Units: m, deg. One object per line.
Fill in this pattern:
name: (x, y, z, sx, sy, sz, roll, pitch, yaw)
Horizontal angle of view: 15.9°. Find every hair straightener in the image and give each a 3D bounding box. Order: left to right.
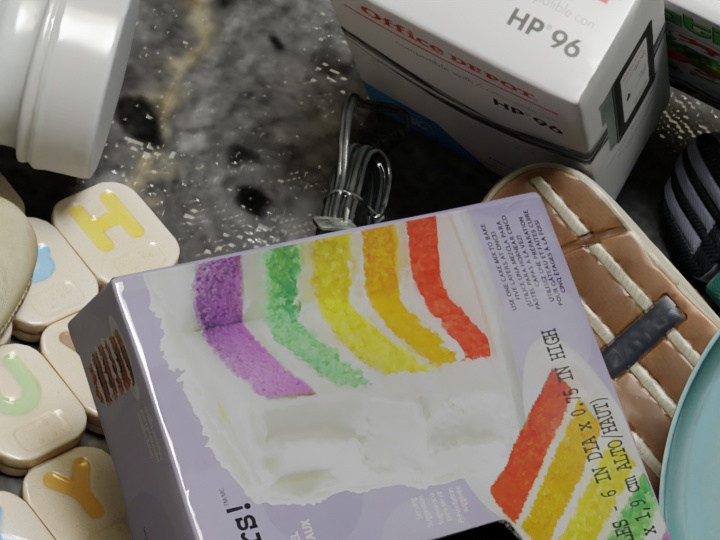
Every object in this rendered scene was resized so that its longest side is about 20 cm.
hair straightener: (0.000, 0.000, 0.993, 0.041, 0.077, 0.200, 12, 49, 2)

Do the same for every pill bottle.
pill bottle: (-0.189, -0.099, 0.982, 0.200, 0.111, 0.111, 15, 48, -2)

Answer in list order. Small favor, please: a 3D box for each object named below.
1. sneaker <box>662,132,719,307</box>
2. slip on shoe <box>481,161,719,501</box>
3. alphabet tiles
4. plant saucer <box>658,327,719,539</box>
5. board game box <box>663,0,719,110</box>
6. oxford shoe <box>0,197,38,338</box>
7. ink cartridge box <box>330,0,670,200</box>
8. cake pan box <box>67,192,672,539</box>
sneaker: (0.201, 0.021, 1.052, 0.087, 0.074, 0.200, -1, 52, -28)
slip on shoe: (0.115, 0.046, 1.007, 0.076, 0.061, 0.200, -39, 82, -1)
alphabet tiles: (-0.141, 0.034, 0.960, 0.200, 0.015, 0.196, -25, 63, -33)
plant saucer: (0.200, 0.082, 0.961, 0.200, 0.027, 0.200, -1, 94, -15)
board game box: (0.152, -0.095, 1.046, 0.200, 0.126, 0.035, 28, 83, 14)
oxford shoe: (-0.161, 0.008, 0.887, 0.071, 0.074, 0.200, 48, 30, 2)
ink cartridge box: (0.054, -0.097, 1.004, 0.116, 0.200, 0.068, 28, 80, 15)
cake pan box: (0.013, 0.084, 0.898, 0.184, 0.052, 0.200, -11, 74, -29)
